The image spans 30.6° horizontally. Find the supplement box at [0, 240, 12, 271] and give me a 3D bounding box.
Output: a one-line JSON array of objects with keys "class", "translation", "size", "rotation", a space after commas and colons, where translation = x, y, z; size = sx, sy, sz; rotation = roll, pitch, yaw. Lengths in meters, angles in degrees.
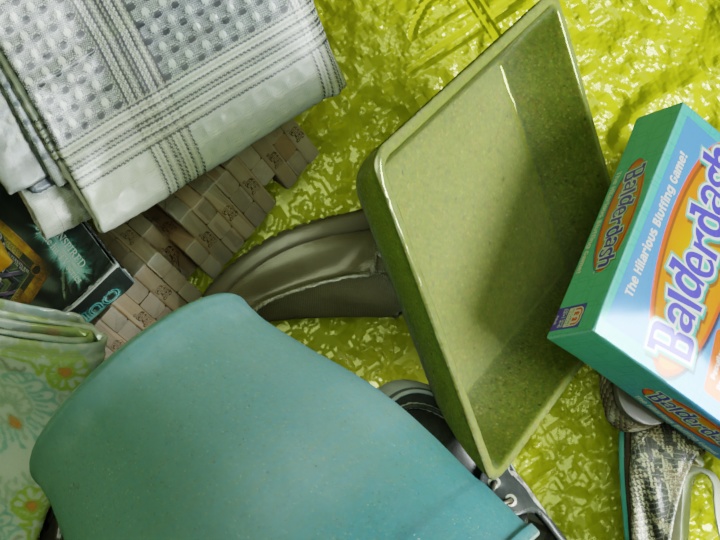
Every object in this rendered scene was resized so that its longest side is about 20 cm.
[{"class": "supplement box", "translation": [-0.332, -0.049, 0.705], "size": [0.196, 0.133, 0.201], "rotation": [-34, 63, -3]}]

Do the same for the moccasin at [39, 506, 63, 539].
[{"class": "moccasin", "translation": [-0.133, 0.181, 0.710], "size": [0.077, 0.074, 0.203], "rotation": [4, 65, -22]}]

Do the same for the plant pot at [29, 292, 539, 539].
[{"class": "plant pot", "translation": [-0.049, 0.121, 0.627], "size": [0.200, 0.200, 0.188], "rotation": [-40, 76, -6]}]

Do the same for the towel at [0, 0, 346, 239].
[{"class": "towel", "translation": [-0.123, -0.135, 0.693], "size": [0.199, 0.035, 0.194], "rotation": [-30, 115, -13]}]

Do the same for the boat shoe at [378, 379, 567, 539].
[{"class": "boat shoe", "translation": [0.077, 0.142, 0.758], "size": [0.069, 0.057, 0.200], "rotation": [-43, 108, -11]}]

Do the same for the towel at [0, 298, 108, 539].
[{"class": "towel", "translation": [-0.235, 0.096, 0.667], "size": [0.170, 0.048, 0.201], "rotation": [14, 113, -27]}]

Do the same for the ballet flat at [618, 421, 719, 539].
[{"class": "ballet flat", "translation": [0.183, 0.185, 0.780], "size": [0.074, 0.068, 0.202], "rotation": [4, 82, 21]}]

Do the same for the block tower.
[{"class": "block tower", "translation": [-0.114, -0.018, 0.783], "size": [0.200, 0.058, 0.054], "rotation": [-49, 50, -7]}]

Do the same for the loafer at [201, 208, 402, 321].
[{"class": "loafer", "translation": [0.000, 0.000, 0.786], "size": [0.198, 0.076, 0.068], "rotation": [-23, 82, -6]}]

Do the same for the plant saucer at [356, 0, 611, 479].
[{"class": "plant saucer", "translation": [0.074, -0.022, 0.741], "size": [0.200, 0.048, 0.201], "rotation": [-45, 123, -41]}]

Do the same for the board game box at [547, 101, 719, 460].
[{"class": "board game box", "translation": [0.217, 0.023, 0.764], "size": [0.199, 0.045, 0.153], "rotation": [33, 68, -20]}]

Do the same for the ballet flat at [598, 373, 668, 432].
[{"class": "ballet flat", "translation": [0.187, 0.006, 0.806], "size": [0.067, 0.046, 0.202], "rotation": [24, 71, -10]}]

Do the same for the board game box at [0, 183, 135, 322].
[{"class": "board game box", "translation": [-0.236, -0.020, 0.759], "size": [0.135, 0.028, 0.200], "rotation": [-39, 64, -6]}]
